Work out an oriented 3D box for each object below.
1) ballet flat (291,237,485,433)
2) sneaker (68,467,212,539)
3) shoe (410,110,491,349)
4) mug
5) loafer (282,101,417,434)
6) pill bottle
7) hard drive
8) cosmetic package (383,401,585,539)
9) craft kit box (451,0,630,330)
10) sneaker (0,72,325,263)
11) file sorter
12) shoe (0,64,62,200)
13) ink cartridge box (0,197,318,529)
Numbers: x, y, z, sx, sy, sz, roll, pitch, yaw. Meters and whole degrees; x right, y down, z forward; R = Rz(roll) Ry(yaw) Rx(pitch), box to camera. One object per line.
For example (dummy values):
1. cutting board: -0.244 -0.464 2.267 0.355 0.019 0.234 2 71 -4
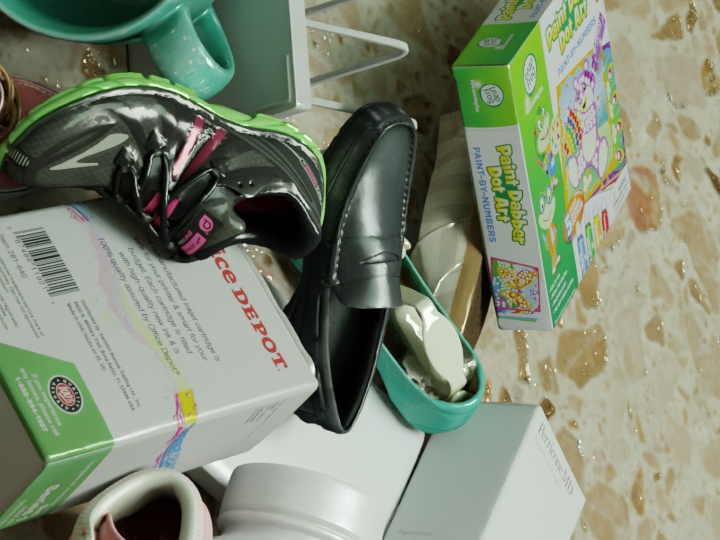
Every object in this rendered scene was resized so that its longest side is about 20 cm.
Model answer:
1. ballet flat: 0.018 0.011 1.463 0.067 0.070 0.200 -38 98 -34
2. sneaker: -0.146 0.187 1.222 0.075 0.105 0.200 32 66 9
3. shoe: 0.063 -0.018 1.558 0.070 0.053 0.200 67 33 -65
4. mug: -0.140 -0.188 1.315 0.114 0.152 0.186 -17 109 -77
5. loafer: 0.000 0.000 1.366 0.068 0.070 0.201 -5 118 -44
6. pill bottle: -0.055 0.218 1.314 0.113 0.113 0.200 33 64 -36
7. hard drive: -0.049 0.094 1.426 0.200 0.027 0.132 45 52 -28
8. cosmetic package: 0.067 0.190 1.472 0.102 0.071 0.200 61 42 -39
9. craft kit box: 0.126 -0.094 1.570 0.200 0.048 0.198 -56 138 -51
10. sneaker: -0.099 -0.050 1.261 0.200 0.077 0.084 8 50 -31
11. file sorter: -0.053 -0.174 1.410 0.124 0.139 0.201 6 76 -47
12. shoe: -0.208 -0.082 1.259 0.200 0.091 0.072 0 80 -46
13. ink cartridge box: -0.144 0.043 1.266 0.200 0.084 0.145 -13 66 -46
